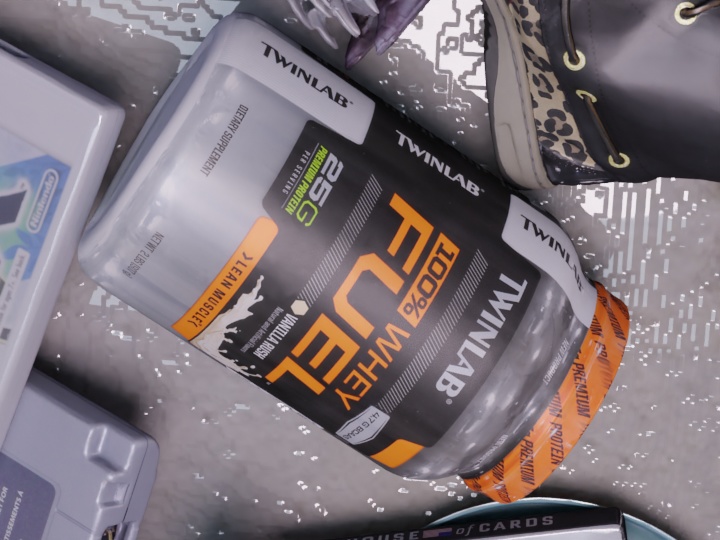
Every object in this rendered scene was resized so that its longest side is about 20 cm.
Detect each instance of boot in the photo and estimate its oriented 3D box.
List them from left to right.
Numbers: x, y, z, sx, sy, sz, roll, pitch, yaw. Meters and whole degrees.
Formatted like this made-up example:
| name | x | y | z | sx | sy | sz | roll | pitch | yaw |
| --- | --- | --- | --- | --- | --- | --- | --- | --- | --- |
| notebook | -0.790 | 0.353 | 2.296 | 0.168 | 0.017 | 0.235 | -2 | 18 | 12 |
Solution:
| name | x | y | z | sx | sy | sz | roll | pitch | yaw |
| --- | --- | --- | --- | --- | --- | --- | --- | --- | --- |
| boot | 0.121 | -0.108 | 0.799 | 0.152 | 0.074 | 0.205 | 9 | 134 | 19 |

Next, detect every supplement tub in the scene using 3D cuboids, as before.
| name | x | y | z | sx | sy | sz | roll | pitch | yaw |
| --- | --- | --- | --- | --- | --- | --- | --- | --- | --- |
| supplement tub | 0.000 | 0.000 | 0.850 | 0.199 | 0.123 | 0.123 | 32 | 105 | -11 |

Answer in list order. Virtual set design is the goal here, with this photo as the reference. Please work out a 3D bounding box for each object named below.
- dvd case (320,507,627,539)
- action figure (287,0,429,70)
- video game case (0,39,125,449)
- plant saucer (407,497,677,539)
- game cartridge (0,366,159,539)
| name | x | y | z | sx | sy | sz | roll | pitch | yaw |
| --- | --- | --- | --- | --- | --- | --- | --- | --- | --- |
| dvd case | 0.051 | 0.206 | 0.928 | 0.149 | 0.025 | 0.202 | -7 | 105 | 7 |
| action figure | -0.054 | -0.166 | 0.826 | 0.200 | 0.130 | 0.070 | 43 | 65 | -9 |
| video game case | -0.205 | -0.015 | 0.891 | 0.181 | 0.022 | 0.201 | 28 | 107 | 19 |
| plant saucer | 0.080 | 0.190 | 0.948 | 0.198 | 0.027 | 0.202 | 1 | 105 | 5 |
| game cartridge | -0.167 | 0.134 | 0.920 | 0.132 | 0.041 | 0.202 | 26 | 105 | 25 |
